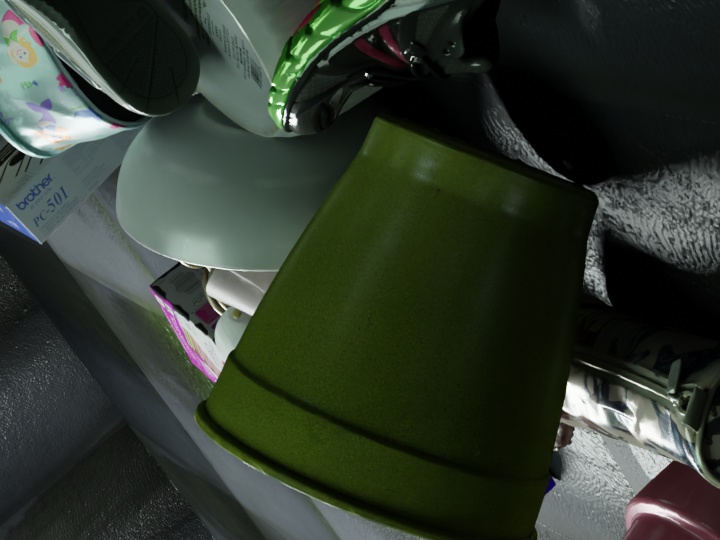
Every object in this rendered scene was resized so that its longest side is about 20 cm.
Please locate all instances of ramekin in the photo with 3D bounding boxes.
[{"bbox_3d":[-0.058,-0.169,1.028,0.200,0.105,0.200,45,163,17],"label":"ramekin"}]

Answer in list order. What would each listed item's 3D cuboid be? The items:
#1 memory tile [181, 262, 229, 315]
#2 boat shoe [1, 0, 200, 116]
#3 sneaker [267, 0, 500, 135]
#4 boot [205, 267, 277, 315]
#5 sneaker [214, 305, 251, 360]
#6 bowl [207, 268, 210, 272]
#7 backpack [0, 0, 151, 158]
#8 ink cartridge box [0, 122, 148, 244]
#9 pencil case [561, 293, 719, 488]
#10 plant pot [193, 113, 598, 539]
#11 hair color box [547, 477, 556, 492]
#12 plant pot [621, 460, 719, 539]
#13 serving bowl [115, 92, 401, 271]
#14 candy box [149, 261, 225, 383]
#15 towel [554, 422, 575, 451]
[{"bbox_3d":[-0.067,0.010,1.431,0.017,0.153,0.200,-27,105,35],"label":"memory tile"},{"bbox_3d":[-0.172,-0.168,1.020,0.202,0.074,0.065,47,162,-17],"label":"boat shoe"},{"bbox_3d":[0.022,-0.115,0.887,0.084,0.077,0.200,40,138,-11],"label":"sneaker"},{"bbox_3d":[0.000,0.000,1.139,0.200,0.064,0.186,34,135,6],"label":"boot"},{"bbox_3d":[-0.035,0.081,1.289,0.116,0.074,0.200,53,179,29],"label":"sneaker"},{"bbox_3d":[-0.024,-0.014,1.296,0.201,0.094,0.201,37,159,16],"label":"bowl"},{"bbox_3d":[-0.190,-0.170,1.145,0.178,0.151,0.200,61,-154,-27],"label":"backpack"},{"bbox_3d":[-0.198,-0.113,1.363,0.044,0.200,0.094,50,166,-30],"label":"ink cartridge box"},{"bbox_3d":[0.162,0.064,1.010,0.089,0.078,0.200,35,173,-27],"label":"pencil case"},{"bbox_3d":[0.037,0.024,0.989,0.200,0.193,0.200,21,-174,-2],"label":"plant pot"},{"bbox_3d":[0.061,0.127,1.475,0.200,0.065,0.109,20,147,58],"label":"hair color box"},{"bbox_3d":[0.207,0.241,1.118,0.200,0.179,0.200,45,165,16],"label":"plant pot"},{"bbox_3d":[-0.053,-0.072,1.122,0.200,0.200,0.066,33,133,47],"label":"serving bowl"},{"bbox_3d":[-0.123,0.086,1.894,0.200,0.061,0.136,35,158,41],"label":"candy box"},{"bbox_3d":[0.098,0.046,1.233,0.133,0.034,0.200,45,164,20],"label":"towel"}]
